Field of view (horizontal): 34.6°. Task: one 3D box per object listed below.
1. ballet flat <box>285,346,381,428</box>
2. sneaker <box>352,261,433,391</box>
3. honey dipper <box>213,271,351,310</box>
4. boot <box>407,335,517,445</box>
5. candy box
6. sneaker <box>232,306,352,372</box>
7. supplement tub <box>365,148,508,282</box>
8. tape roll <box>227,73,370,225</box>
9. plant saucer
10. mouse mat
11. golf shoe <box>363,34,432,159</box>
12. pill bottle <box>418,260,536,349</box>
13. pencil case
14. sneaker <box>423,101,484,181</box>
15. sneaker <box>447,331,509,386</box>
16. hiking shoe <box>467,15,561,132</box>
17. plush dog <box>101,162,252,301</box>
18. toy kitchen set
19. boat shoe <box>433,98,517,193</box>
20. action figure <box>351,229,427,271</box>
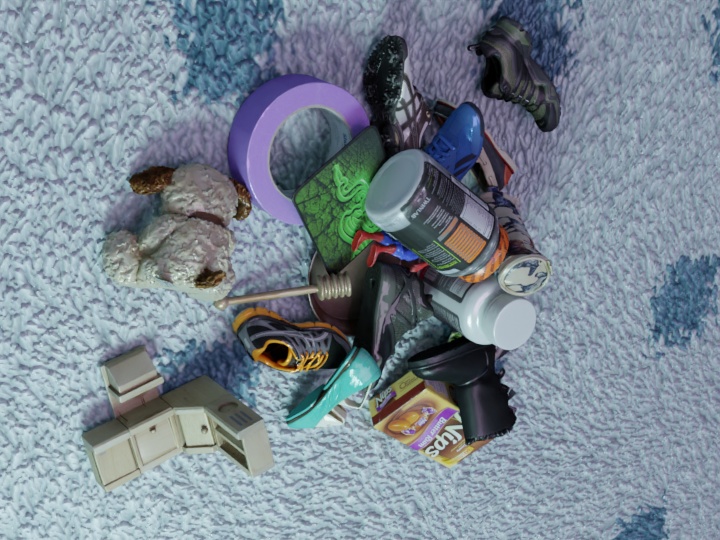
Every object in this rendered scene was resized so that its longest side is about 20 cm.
[{"bbox_3d":[-0.037,0.193,1.722,0.070,0.067,0.200,41,125,-4],"label":"ballet flat"},{"bbox_3d":[0.052,0.089,1.752,0.113,0.076,0.201,6,100,-28],"label":"sneaker"},{"bbox_3d":[-0.113,0.031,1.664,0.198,0.038,0.038,-7,113,-12],"label":"honey dipper"},{"bbox_3d":[0.162,0.190,1.800,0.198,0.073,0.164,-15,96,-45],"label":"boot"},{"bbox_3d":[0.122,0.241,1.882,0.116,0.057,0.200,-38,132,23],"label":"candy box"},{"bbox_3d":[-0.095,0.118,1.695,0.199,0.077,0.078,15,124,-32],"label":"sneaker"},{"bbox_3d":[0.112,-0.072,1.642,0.200,0.122,0.123,36,87,-32],"label":"supplement tub"},{"bbox_3d":[-0.083,-0.168,1.611,0.199,0.066,0.202,-13,115,-30],"label":"tape roll"},{"bbox_3d":[0.000,0.000,1.751,0.199,0.034,0.202,-12,114,-28],"label":"plant saucer"},{"bbox_3d":[-0.012,-0.096,1.643,0.161,0.008,0.200,-43,144,-14],"label":"mouse mat"},{"bbox_3d":[0.058,-0.246,1.674,0.094,0.078,0.201,-18,126,-35],"label":"golf shoe"},{"bbox_3d":[0.176,0.047,1.780,0.110,0.200,0.112,-13,116,-29],"label":"pill bottle"},{"bbox_3d":[0.222,-0.043,1.733,0.089,0.201,0.078,-31,127,9],"label":"pencil case"},{"bbox_3d":[0.117,-0.159,1.698,0.078,0.066,0.201,-18,149,-39],"label":"sneaker"},{"bbox_3d":[0.192,0.116,1.897,0.076,0.075,0.201,40,83,-39],"label":"sneaker"},{"bbox_3d":[0.233,-0.286,1.778,0.100,0.076,0.201,-36,115,-6],"label":"hiking shoe"},{"bbox_3d":[-0.222,-0.058,1.527,0.199,0.160,0.173,12,78,-35],"label":"plush dog"},{"bbox_3d":[-0.258,0.208,1.569,0.199,0.180,0.164,-26,120,-28],"label":"toy kitchen set"},{"bbox_3d":[0.168,-0.187,1.769,0.063,0.071,0.200,-51,131,-2],"label":"boat shoe"},{"bbox_3d":[0.075,-0.030,1.724,0.199,0.065,0.052,-3,121,-42],"label":"action figure"}]
